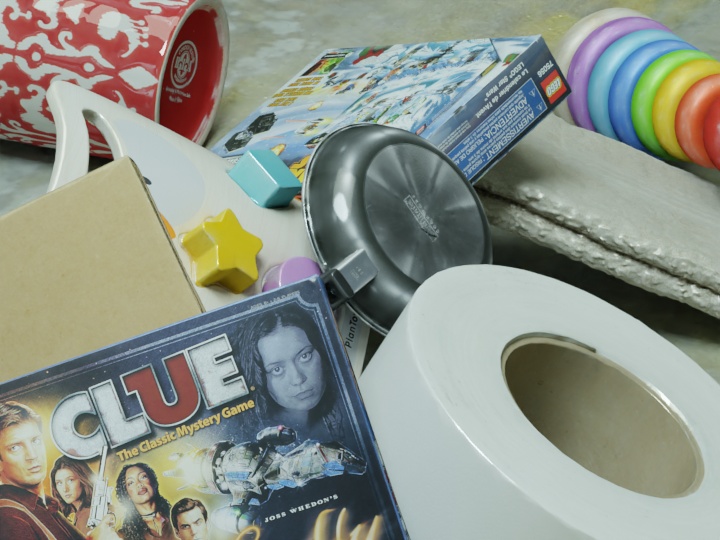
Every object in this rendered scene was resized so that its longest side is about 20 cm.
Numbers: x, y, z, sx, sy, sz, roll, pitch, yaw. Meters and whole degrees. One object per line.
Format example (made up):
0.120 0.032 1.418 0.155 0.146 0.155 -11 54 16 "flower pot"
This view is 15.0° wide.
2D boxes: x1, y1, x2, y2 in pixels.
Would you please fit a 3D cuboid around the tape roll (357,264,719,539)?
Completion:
0.092 0.088 1.214 0.202 0.071 0.203 24 28 -14 "tape roll"

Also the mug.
-0.181 -0.146 1.649 0.199 0.134 0.178 14 35 18 "mug"

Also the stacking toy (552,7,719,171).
0.182 -0.092 1.546 0.085 0.086 0.200 -12 18 -18 "stacking toy"

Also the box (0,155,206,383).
-0.153 0.065 1.173 0.200 0.164 0.021 -26 -4 3 "box"

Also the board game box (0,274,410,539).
-0.089 0.098 1.137 0.199 0.136 0.035 -20 -6 2 "board game box"

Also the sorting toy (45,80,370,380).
-0.088 0.002 1.263 0.107 0.180 0.200 -25 43 41 "sorting toy"

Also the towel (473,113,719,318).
0.135 -0.033 1.470 0.200 0.035 0.133 23 24 -5 "towel"

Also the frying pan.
-0.005 -0.016 1.263 0.190 0.115 0.031 -8 -16 -46 "frying pan"

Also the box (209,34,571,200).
0.000 -0.067 1.438 0.137 0.040 0.200 -42 24 -25 "box"
